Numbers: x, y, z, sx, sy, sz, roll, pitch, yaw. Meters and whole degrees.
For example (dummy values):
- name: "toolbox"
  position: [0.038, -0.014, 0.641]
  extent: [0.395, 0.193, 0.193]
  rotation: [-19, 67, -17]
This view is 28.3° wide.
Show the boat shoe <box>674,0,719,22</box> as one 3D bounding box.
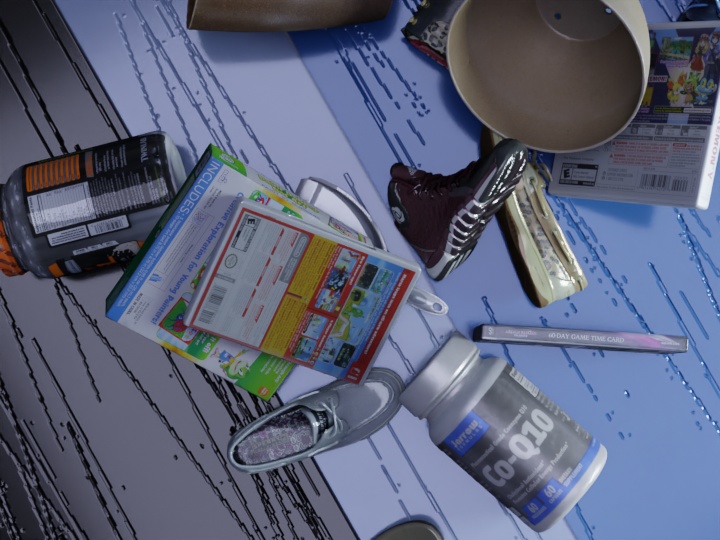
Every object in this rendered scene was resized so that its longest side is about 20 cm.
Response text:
- name: "boat shoe"
  position: [0.362, -0.241, 1.485]
  extent: [0.084, 0.069, 0.200]
  rotation: [39, 90, 2]

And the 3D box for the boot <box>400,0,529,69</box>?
- name: "boot"
  position: [0.083, -0.316, 1.489]
  extent: [0.203, 0.073, 0.154]
  rotation: [38, 89, -3]

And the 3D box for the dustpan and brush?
- name: "dustpan and brush"
  position: [0.000, 0.000, 1.490]
  extent: [0.199, 0.057, 0.140]
  rotation: [25, 90, 2]

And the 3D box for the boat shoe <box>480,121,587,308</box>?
- name: "boat shoe"
  position: [0.177, -0.064, 1.488]
  extent: [0.062, 0.073, 0.201]
  rotation: [-19, 99, -5]

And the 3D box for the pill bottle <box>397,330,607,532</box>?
- name: "pill bottle"
  position: [0.142, 0.161, 1.456]
  extent: [0.200, 0.114, 0.114]
  rotation: [40, 90, 2]

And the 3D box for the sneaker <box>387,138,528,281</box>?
- name: "sneaker"
  position: [0.082, -0.085, 1.443]
  extent: [0.116, 0.200, 0.076]
  rotation: [44, 47, 13]

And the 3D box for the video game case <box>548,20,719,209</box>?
- name: "video game case"
  position: [0.282, -0.158, 1.438]
  extent: [0.023, 0.200, 0.183]
  rotation: [12, 89, -38]

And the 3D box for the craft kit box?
- name: "craft kit box"
  position: [-0.121, 0.006, 1.432]
  extent: [0.197, 0.049, 0.200]
  rotation: [32, 105, -19]

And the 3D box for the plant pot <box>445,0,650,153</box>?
- name: "plant pot"
  position: [0.200, -0.236, 1.419]
  extent: [0.200, 0.201, 0.135]
  rotation: [30, 47, 2]

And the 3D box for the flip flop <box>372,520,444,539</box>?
- name: "flip flop"
  position: [0.000, 0.330, 1.482]
  extent: [0.199, 0.058, 0.081]
  rotation: [-26, 88, 1]

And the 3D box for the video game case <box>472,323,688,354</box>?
- name: "video game case"
  position: [0.217, 0.070, 1.442]
  extent: [0.199, 0.143, 0.019]
  rotation: [4, 86, 2]

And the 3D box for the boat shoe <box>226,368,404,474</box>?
- name: "boat shoe"
  position: [-0.046, 0.161, 1.481]
  extent: [0.200, 0.072, 0.070]
  rotation: [-24, 88, 0]

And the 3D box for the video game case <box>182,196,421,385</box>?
- name: "video game case"
  position: [-0.058, 0.023, 1.419]
  extent: [0.199, 0.017, 0.143]
  rotation: [21, 109, -19]

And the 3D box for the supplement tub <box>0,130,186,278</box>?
- name: "supplement tub"
  position: [-0.278, -0.063, 1.469]
  extent: [0.199, 0.123, 0.123]
  rotation: [-14, 88, 2]

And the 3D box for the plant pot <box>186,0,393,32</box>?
- name: "plant pot"
  position: [-0.064, -0.321, 1.456]
  extent: [0.199, 0.187, 0.188]
  rotation: [8, 89, -11]
